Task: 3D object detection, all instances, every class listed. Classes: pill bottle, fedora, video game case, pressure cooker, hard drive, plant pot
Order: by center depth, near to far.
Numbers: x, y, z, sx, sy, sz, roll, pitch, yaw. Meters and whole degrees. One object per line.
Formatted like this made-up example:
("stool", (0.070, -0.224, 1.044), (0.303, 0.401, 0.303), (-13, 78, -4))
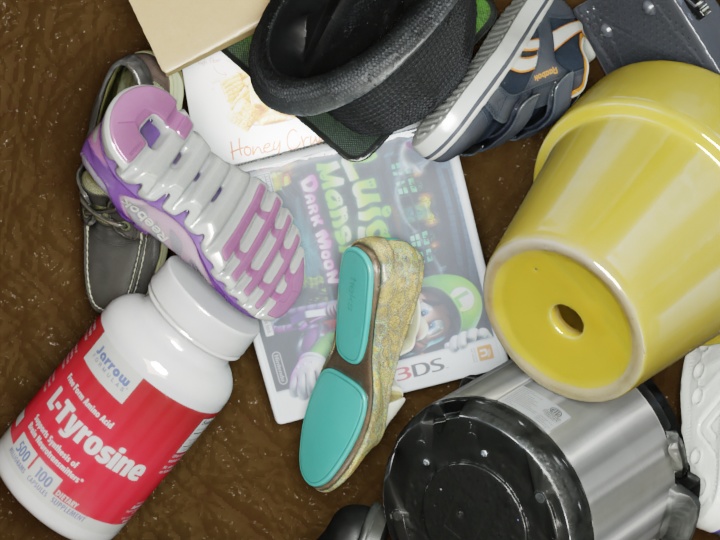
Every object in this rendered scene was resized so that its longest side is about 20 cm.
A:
("plant pot", (0.185, -0.013, 1.540), (0.201, 0.201, 0.189), (50, 51, -2))
("fedora", (0.020, -0.166, 1.552), (0.200, 0.201, 0.092), (-38, 127, 3))
("pressure cooker", (0.137, 0.146, 1.591), (0.178, 0.200, 0.177), (-28, 89, 41))
("hard drive", (0.242, -0.125, 1.613), (0.042, 0.135, 0.201), (-33, 94, -23))
("pill bottle", (-0.165, 0.091, 1.622), (0.112, 0.112, 0.200), (39, 104, -1))
("video game case", (0.000, 0.000, 1.642), (0.181, 0.023, 0.201), (-14, 108, 2))

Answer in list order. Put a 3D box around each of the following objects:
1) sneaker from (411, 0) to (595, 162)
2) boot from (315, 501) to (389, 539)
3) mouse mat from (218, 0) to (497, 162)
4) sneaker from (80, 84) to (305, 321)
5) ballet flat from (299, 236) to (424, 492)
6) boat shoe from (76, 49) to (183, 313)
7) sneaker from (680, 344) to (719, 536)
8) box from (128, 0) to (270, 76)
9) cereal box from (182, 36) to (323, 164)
("sneaker", (0.111, -0.128, 1.594), (0.079, 0.078, 0.200), (45, 49, -8))
("boot", (-0.080, 0.227, 1.633), (0.157, 0.080, 0.212), (28, 118, -1))
("mouse mat", (-0.021, -0.193, 1.626), (0.200, 0.008, 0.161), (41, 82, 14))
("sneaker", (-0.123, -0.043, 1.581), (0.200, 0.088, 0.081), (48, 55, -20))
("ballet flat", (0.007, 0.070, 1.627), (0.070, 0.071, 0.201), (12, 110, 0))
("boat shoe", (-0.178, -0.062, 1.639), (0.071, 0.066, 0.202), (14, 99, 26))
("sneaker", (0.315, 0.115, 1.661), (0.146, 0.080, 0.201), (19, 72, -25))
("box", (-0.088, -0.255, 1.632), (0.199, 0.021, 0.164), (-26, 76, -3))
("cereal box", (-0.055, -0.114, 1.660), (0.143, 0.040, 0.202), (-10, 93, 1))
